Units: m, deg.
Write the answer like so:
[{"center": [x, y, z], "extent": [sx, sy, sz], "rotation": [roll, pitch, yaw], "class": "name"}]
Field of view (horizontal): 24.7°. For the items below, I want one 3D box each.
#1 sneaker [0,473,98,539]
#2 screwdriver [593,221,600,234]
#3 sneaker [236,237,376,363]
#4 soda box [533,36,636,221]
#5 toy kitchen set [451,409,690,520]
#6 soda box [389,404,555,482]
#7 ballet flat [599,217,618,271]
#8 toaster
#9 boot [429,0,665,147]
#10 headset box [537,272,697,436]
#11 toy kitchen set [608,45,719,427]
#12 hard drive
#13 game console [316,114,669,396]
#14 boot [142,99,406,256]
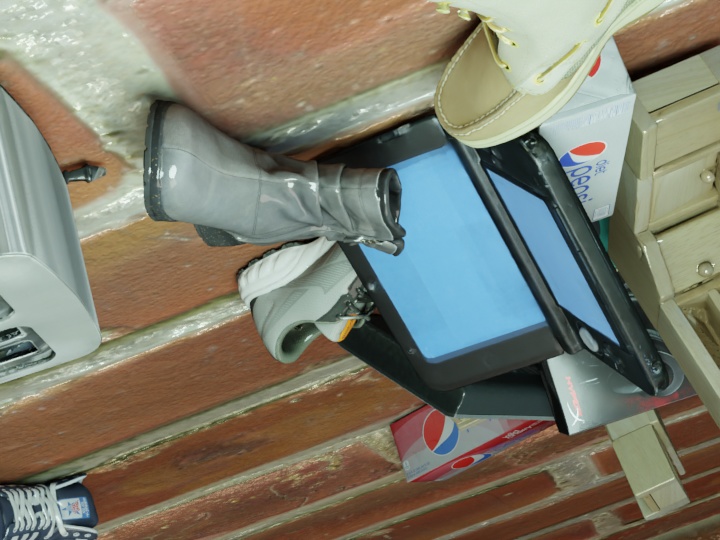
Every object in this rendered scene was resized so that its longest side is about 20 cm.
[{"center": [-0.303, 0.222, 1.503], "extent": [0.108, 0.070, 0.200], "rotation": [-13, 167, -1], "class": "sneaker"}, {"center": [0.187, 0.007, 1.257], "extent": [0.029, 0.028, 0.200], "rotation": [-29, 117, -2], "class": "screwdriver"}, {"center": [0.000, 0.000, 1.174], "extent": [0.200, 0.080, 0.074], "rotation": [-33, 154, 32], "class": "sneaker"}, {"center": [0.130, -0.090, 1.061], "extent": [0.063, 0.068, 0.200], "rotation": [-18, 160, -2], "class": "soda box"}, {"center": [0.195, 0.163, 1.546], "extent": [0.180, 0.200, 0.163], "rotation": [-26, 150, 9], "class": "toy kitchen set"}, {"center": [0.126, 0.153, 1.700], "extent": [0.200, 0.070, 0.063], "rotation": [-33, 155, 36], "class": "soda box"}, {"center": [0.128, -0.016, 1.283], "extent": [0.199, 0.070, 0.070], "rotation": [-11, 159, -13], "class": "ballet flat"}, {"center": [-0.237, -0.011, 0.876], "extent": [0.199, 0.119, 0.181], "rotation": [-18, 161, -2], "class": "toaster"}, {"center": [0.071, -0.141, 0.872], "extent": [0.154, 0.072, 0.200], "rotation": [1, 148, -44], "class": "boot"}, {"center": [0.238, 0.035, 1.352], "extent": [0.199, 0.149, 0.077], "rotation": [-17, 178, -1], "class": "headset box"}, {"center": [0.282, -0.035, 1.121], "extent": [0.163, 0.181, 0.200], "rotation": [-24, 149, -7], "class": "toy kitchen set"}, {"center": [0.091, 0.083, 1.407], "extent": [0.200, 0.139, 0.033], "rotation": [8, 109, -52], "class": "hard drive"}, {"center": [0.078, 0.004, 1.049], "extent": [0.116, 0.200, 0.176], "rotation": [-35, -154, -7], "class": "game console"}, {"center": [-0.043, -0.052, 0.955], "extent": [0.131, 0.070, 0.200], "rotation": [4, 175, 12], "class": "boot"}]
